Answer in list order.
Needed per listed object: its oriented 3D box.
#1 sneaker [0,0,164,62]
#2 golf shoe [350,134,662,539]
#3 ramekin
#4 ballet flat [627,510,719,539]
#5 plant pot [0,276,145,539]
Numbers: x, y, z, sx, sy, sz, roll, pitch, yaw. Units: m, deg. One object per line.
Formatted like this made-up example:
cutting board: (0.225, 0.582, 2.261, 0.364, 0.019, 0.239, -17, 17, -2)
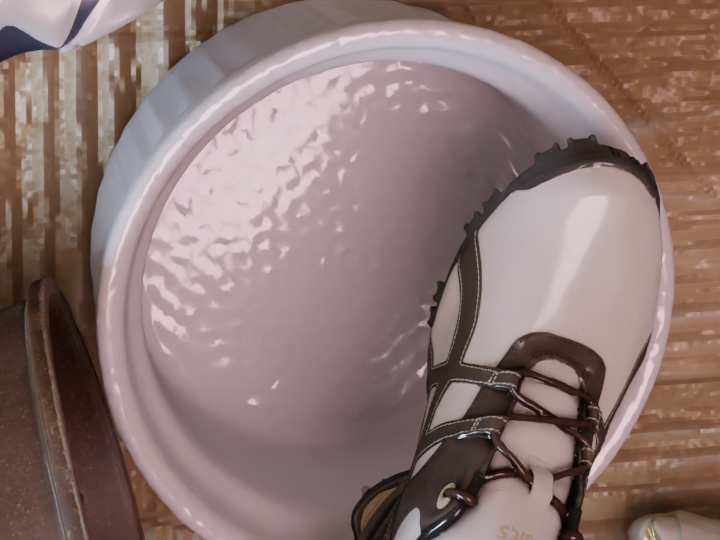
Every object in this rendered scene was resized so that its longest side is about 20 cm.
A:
sneaker: (-0.166, -0.110, 0.837, 0.199, 0.079, 0.130, -27, 112, -5)
golf shoe: (0.054, 0.058, 0.840, 0.078, 0.094, 0.200, 19, 101, -19)
ramekin: (0.000, 0.000, 0.908, 0.200, 0.098, 0.201, -5, 110, -14)
ballet flat: (0.104, 0.129, 0.998, 0.200, 0.069, 0.070, -24, 113, -14)
plant pot: (-0.171, 0.124, 0.861, 0.198, 0.200, 0.201, -15, 112, -2)
